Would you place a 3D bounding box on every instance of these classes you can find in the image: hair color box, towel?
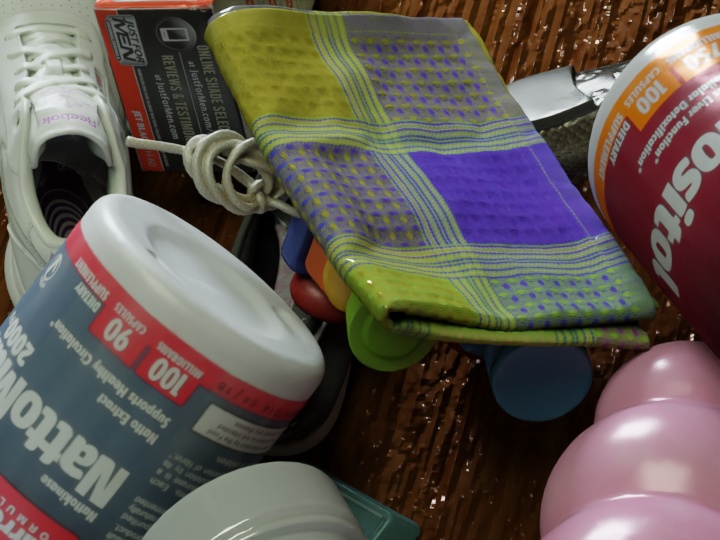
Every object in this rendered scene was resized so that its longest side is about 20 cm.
[{"bbox_3d":[-0.062,-0.150,1.401,0.061,0.102,0.201,1,44,15],"label":"hair color box"},{"bbox_3d":[0.027,-0.043,1.218,0.143,0.023,0.200,3,40,-30],"label":"towel"}]

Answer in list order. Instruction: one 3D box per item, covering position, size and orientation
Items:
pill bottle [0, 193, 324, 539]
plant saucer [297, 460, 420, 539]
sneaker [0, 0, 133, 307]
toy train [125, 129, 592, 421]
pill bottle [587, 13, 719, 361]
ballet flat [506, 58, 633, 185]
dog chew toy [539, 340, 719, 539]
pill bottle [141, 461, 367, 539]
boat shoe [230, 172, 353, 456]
[{"bbox_3d":[-0.118,0.080,1.226,0.200,0.119,0.120,-52,51,11],"label":"pill bottle"},{"bbox_3d":[-0.061,0.164,1.241,0.070,0.019,0.200,28,66,33],"label":"plant saucer"},{"bbox_3d":[-0.133,-0.074,1.369,0.074,0.100,0.201,-5,67,-14],"label":"sneaker"},{"bbox_3d":[0.000,0.000,1.228,0.199,0.085,0.116,14,25,-16],"label":"toy train"},{"bbox_3d":[0.176,-0.009,1.150,0.113,0.113,0.200,-30,39,-4],"label":"pill bottle"},{"bbox_3d":[0.153,-0.077,1.337,0.199,0.047,0.067,-15,29,1],"label":"ballet flat"},{"bbox_3d":[0.121,0.110,1.159,0.124,0.125,0.201,-2,45,18],"label":"dog chew toy"},{"bbox_3d":[-0.007,0.179,1.142,0.113,0.114,0.200,-29,54,-4],"label":"pill bottle"},{"bbox_3d":[-0.023,-0.013,1.334,0.066,0.057,0.201,-2,54,18],"label":"boat shoe"}]
